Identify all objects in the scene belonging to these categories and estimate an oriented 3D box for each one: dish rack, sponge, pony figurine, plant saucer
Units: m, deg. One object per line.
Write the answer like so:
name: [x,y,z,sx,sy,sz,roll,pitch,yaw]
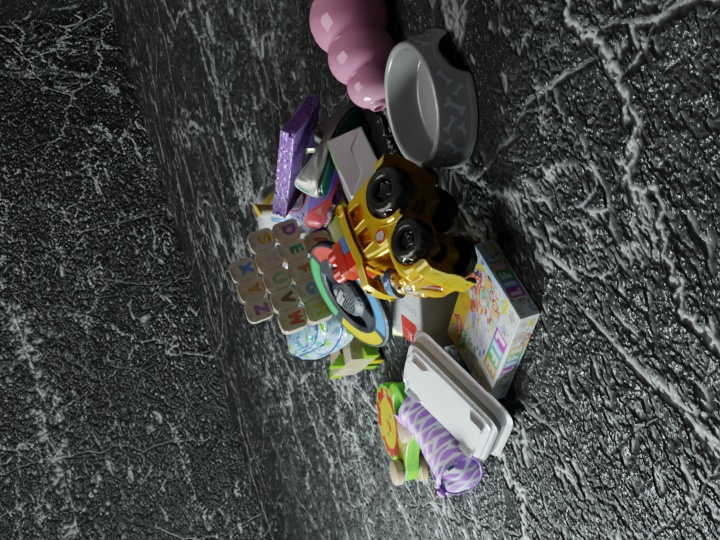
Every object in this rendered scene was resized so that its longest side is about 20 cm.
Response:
dish rack: [0.135,0.198,1.452,0.200,0.043,0.173,44,158,20]
sponge: [-0.112,-0.197,1.673,0.029,0.112,0.202,22,140,8]
pony figurine: [-0.087,-0.092,1.822,0.166,0.198,0.196,15,132,65]
plant saucer: [0.000,0.000,1.681,0.200,0.047,0.202,-119,7,-62]

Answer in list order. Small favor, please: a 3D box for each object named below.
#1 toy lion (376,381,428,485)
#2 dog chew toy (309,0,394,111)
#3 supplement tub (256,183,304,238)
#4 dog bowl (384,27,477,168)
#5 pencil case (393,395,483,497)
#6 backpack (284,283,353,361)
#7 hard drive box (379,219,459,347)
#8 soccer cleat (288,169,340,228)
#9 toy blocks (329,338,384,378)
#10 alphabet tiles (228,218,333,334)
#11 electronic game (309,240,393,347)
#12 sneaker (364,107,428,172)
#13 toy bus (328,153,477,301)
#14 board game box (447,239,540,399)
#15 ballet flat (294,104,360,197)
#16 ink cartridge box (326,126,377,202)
toy lion: [0.073,0.280,1.788,0.202,0.067,0.193,96,160,-43]
dog chew toy: [-0.003,-0.341,1.482,0.124,0.122,0.203,139,114,-68]
supplement tub: [-0.152,-0.073,2.054,0.132,0.130,0.203,-130,33,-50]
dog bowl: [0.094,-0.240,1.378,0.200,0.058,0.204,166,90,-70]
pencil case: [0.127,0.279,1.571,0.084,0.085,0.201,47,-173,-34]
backpack: [-0.079,0.084,1.798,0.198,0.152,0.167,-10,81,52]
hard drive box: [0.092,0.002,1.517,0.156,0.075,0.204,-144,43,-61]
soccer cleat: [-0.065,-0.174,1.720,0.067,0.075,0.203,147,142,-76]
toy blocks: [-0.021,0.124,1.908,0.200,0.098,0.139,131,134,-66]
alphabet tiles: [-0.126,0.008,1.706,0.015,0.192,0.203,104,145,-66]
electronic game: [-0.017,0.040,1.590,0.200,0.041,0.202,43,153,27]
sneaker: [0.052,-0.210,1.509,0.201,0.059,0.106,-124,23,-51]
toy bus: [0.043,-0.027,1.339,0.191,0.135,0.202,-39,54,26]
board game box: [0.185,0.074,1.371,0.202,0.034,0.136,101,149,-49]
ballet flat: [-0.060,-0.212,1.647,0.070,0.068,0.202,113,179,-59]
ink cartridge box: [0.010,-0.132,1.614,0.201,0.066,0.119,69,177,-64]
